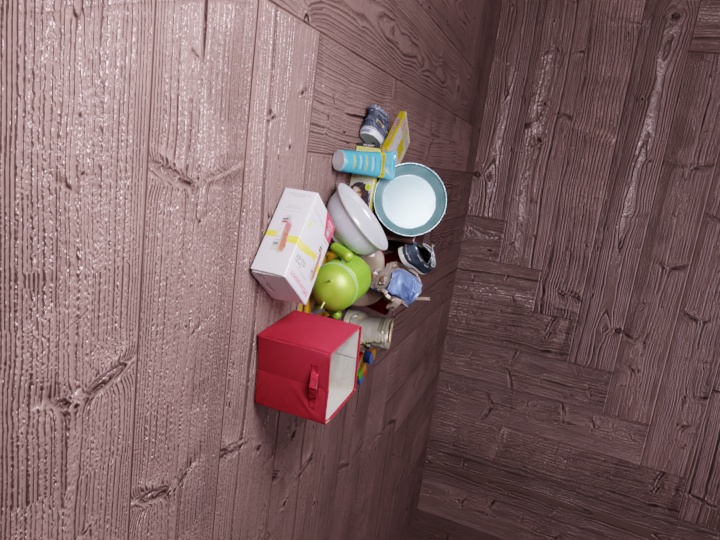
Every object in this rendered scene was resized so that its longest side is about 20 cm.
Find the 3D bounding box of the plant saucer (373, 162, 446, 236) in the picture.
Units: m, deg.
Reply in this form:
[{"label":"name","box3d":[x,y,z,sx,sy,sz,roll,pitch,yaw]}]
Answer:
[{"label":"plant saucer","box3d":[0.133,-0.189,1.491,0.036,0.198,0.202,90,14,-83]}]

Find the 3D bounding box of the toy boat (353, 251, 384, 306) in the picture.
[{"label":"toy boat","box3d":[0.000,0.000,1.574,0.131,0.129,0.202,-102,-171,-56]}]

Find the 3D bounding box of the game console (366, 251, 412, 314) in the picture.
[{"label":"game console","box3d":[0.092,0.033,1.670,0.171,0.200,0.120,-22,107,-21]}]

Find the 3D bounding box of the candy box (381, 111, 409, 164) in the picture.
[{"label":"candy box","box3d":[0.101,-0.354,1.551,0.201,0.026,0.103,-66,151,-42]}]

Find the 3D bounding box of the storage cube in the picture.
[{"label":"storage cube","box3d":[-0.115,0.210,1.237,0.200,0.178,0.173,-35,133,-64]}]

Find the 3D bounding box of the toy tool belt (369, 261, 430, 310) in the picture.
[{"label":"toy tool belt","box3d":[0.089,0.041,1.467,0.199,0.123,0.126,17,95,-42]}]

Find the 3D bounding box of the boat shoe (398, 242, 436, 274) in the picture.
[{"label":"boat shoe","box3d":[0.172,-0.039,1.522,0.199,0.061,0.076,23,51,-56]}]

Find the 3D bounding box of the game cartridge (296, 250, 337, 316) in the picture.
[{"label":"game cartridge","box3d":[-0.100,0.042,1.406,0.200,0.032,0.178,-17,117,-67]}]

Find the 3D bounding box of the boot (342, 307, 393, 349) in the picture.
[{"label":"boot","box3d":[0.007,0.217,1.622,0.072,0.153,0.202,63,42,-61]}]

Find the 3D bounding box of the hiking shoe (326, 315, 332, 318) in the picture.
[{"label":"hiking shoe","box3d":[-0.097,0.204,1.458,0.101,0.075,0.202,-39,150,-73]}]

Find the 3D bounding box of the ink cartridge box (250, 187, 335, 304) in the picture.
[{"label":"ink cartridge box","box3d":[-0.137,-0.048,1.168,0.145,0.083,0.202,64,41,-60]}]

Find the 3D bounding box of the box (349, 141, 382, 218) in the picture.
[{"label":"box","box3d":[0.012,-0.243,1.499,0.050,0.075,0.202,4,96,-71]}]

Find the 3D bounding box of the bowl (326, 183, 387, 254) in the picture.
[{"label":"bowl","box3d":[-0.025,-0.112,1.383,0.201,0.090,0.202,49,17,-21]}]

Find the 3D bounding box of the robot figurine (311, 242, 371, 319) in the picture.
[{"label":"robot figurine","box3d":[-0.046,0.028,1.335,0.200,0.115,0.177,-36,143,-64]}]

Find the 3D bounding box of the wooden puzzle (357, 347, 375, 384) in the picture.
[{"label":"wooden puzzle","box3d":[0.005,0.282,1.823,0.186,0.046,0.201,82,27,-44]}]

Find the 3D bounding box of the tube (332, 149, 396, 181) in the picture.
[{"label":"tube","box3d":[0.018,-0.273,1.406,0.199,0.050,0.078,-5,108,-43]}]

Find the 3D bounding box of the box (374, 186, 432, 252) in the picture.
[{"label":"box","box3d":[0.120,-0.149,1.624,0.200,0.164,0.166,31,72,-70]}]

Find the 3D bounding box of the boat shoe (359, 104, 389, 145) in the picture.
[{"label":"boat shoe","box3d":[0.060,-0.383,1.555,0.200,0.070,0.092,39,66,-68]}]
